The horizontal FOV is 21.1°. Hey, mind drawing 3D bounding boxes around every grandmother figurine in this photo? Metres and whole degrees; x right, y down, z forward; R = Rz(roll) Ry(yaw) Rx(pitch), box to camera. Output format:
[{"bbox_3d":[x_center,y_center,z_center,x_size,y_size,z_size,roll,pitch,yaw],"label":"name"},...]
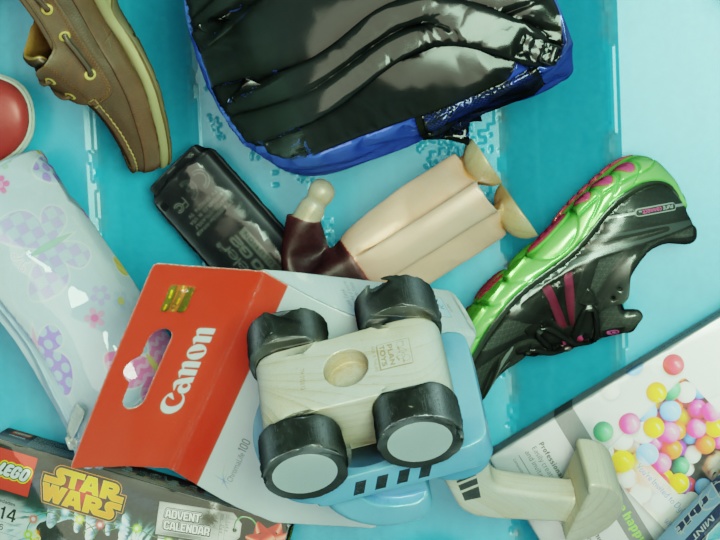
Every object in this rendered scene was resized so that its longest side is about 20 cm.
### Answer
[{"bbox_3d":[0.000,0.000,1.158,0.199,0.061,0.122,-36,98,3],"label":"grandmother figurine"}]

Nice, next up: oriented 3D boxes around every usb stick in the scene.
[{"bbox_3d":[-0.051,0.009,1.209,0.055,0.033,0.200,-42,90,14],"label":"usb stick"}]

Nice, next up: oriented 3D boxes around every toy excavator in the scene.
[{"bbox_3d":[0.044,0.100,1.100,0.193,0.201,0.100,-14,50,4],"label":"toy excavator"}]

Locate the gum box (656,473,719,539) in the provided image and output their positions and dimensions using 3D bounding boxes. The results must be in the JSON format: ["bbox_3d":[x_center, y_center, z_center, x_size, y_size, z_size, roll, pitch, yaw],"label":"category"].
[{"bbox_3d":[0.277,0.199,1.156,0.200,0.045,0.170,38,102,-16],"label":"gum box"}]

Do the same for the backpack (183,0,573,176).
[{"bbox_3d":[0.009,-0.138,1.119,0.199,0.168,0.163,-23,80,4],"label":"backpack"}]

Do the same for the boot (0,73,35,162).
[{"bbox_3d":[-0.305,-0.081,1.170,0.198,0.144,0.073,-7,94,6],"label":"boot"}]

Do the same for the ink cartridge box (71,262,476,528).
[{"bbox_3d":[-0.050,0.076,1.130,0.199,0.047,0.161,6,126,-30],"label":"ink cartridge box"}]

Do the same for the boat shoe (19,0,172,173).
[{"bbox_3d":[-0.169,-0.137,1.151,0.067,0.072,0.201,-27,130,-8],"label":"boat shoe"}]

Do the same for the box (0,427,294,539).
[{"bbox_3d":[-0.153,0.195,1.232,0.199,0.040,0.138,15,95,4],"label":"box"}]

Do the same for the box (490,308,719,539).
[{"bbox_3d":[0.203,0.127,1.191,0.199,0.041,0.157,-31,92,6],"label":"box"}]

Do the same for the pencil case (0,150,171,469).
[{"bbox_3d":[-0.184,0.024,1.197,0.090,0.083,0.201,-33,90,-15],"label":"pencil case"}]

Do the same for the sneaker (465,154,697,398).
[{"bbox_3d":[0.124,0.021,1.172,0.084,0.077,0.200,45,101,-2],"label":"sneaker"}]
